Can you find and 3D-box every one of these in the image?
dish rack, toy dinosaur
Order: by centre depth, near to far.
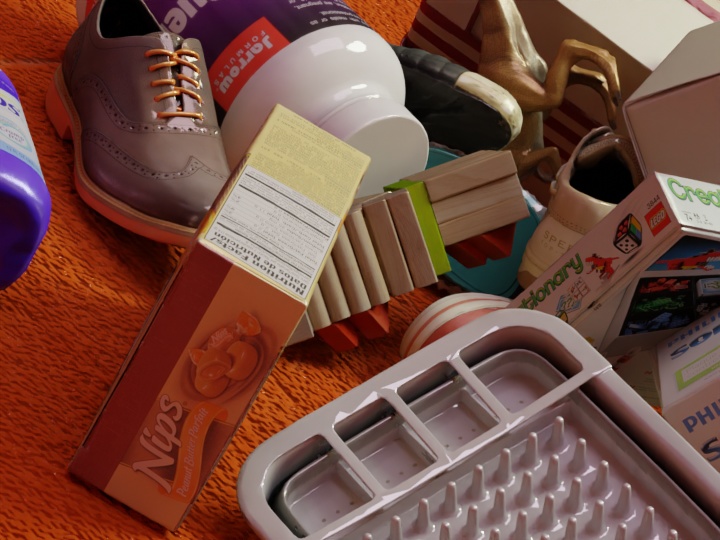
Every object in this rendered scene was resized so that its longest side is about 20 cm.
[{"bbox_3d":[0.064,0.118,1.223,0.171,0.044,0.200,-29,54,-25],"label":"dish rack"},{"bbox_3d":[0.085,-0.104,1.628,0.105,0.201,0.060,-5,11,1],"label":"toy dinosaur"}]

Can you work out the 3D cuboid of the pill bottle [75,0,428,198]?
[{"bbox_3d":[-0.054,-0.105,1.558,0.112,0.113,0.200,7,31,-49],"label":"pill bottle"}]

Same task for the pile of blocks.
[{"bbox_3d":[0.000,0.000,1.451,0.199,0.063,0.082,-22,7,-34],"label":"pile of blocks"}]

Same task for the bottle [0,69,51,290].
[{"bbox_3d":[-0.190,-0.066,1.340,0.083,0.066,0.200,20,23,-25],"label":"bottle"}]

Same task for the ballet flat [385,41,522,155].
[{"bbox_3d":[0.016,-0.106,1.644,0.057,0.067,0.199,-40,37,-27],"label":"ballet flat"}]

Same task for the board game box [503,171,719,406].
[{"bbox_3d":[0.166,0.016,1.424,0.199,0.126,0.035,9,47,-45],"label":"board game box"}]

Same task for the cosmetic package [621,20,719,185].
[{"bbox_3d":[0.199,-0.069,1.555,0.200,0.073,0.104,-47,118,-69],"label":"cosmetic package"}]

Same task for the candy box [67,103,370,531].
[{"bbox_3d":[-0.056,0.015,1.273,0.055,0.116,0.200,29,20,-3],"label":"candy box"}]

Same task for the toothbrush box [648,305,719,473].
[{"bbox_3d":[0.243,0.092,1.368,0.201,0.145,0.086,57,11,-14],"label":"toothbrush box"}]

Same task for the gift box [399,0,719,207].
[{"bbox_3d":[0.122,-0.144,1.753,0.186,0.185,0.200,38,46,13],"label":"gift box"}]

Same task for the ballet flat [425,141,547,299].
[{"bbox_3d":[0.093,0.006,1.604,0.199,0.072,0.072,34,20,3],"label":"ballet flat"}]

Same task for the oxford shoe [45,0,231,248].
[{"bbox_3d":[-0.101,-0.073,1.454,0.071,0.073,0.200,5,26,-30],"label":"oxford shoe"}]

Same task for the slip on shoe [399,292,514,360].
[{"bbox_3d":[0.108,0.051,1.493,0.199,0.074,0.061,3,39,-42],"label":"slip on shoe"}]

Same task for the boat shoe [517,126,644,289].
[{"bbox_3d":[0.131,-0.037,1.531,0.072,0.065,0.200,21,21,12],"label":"boat shoe"}]
